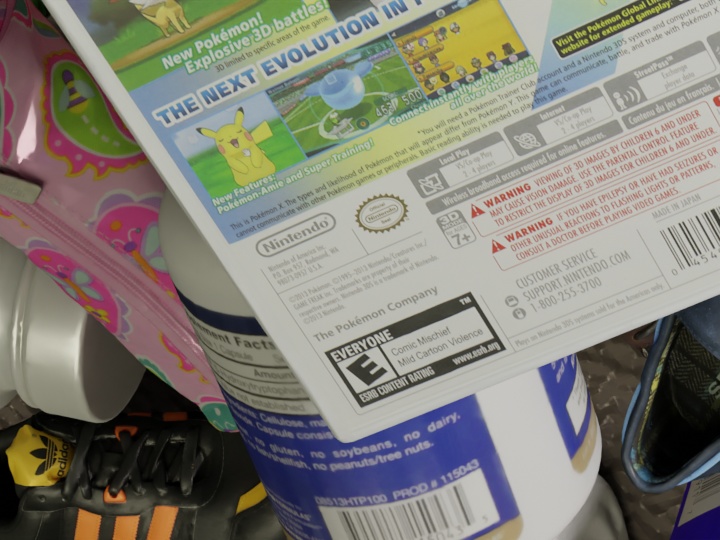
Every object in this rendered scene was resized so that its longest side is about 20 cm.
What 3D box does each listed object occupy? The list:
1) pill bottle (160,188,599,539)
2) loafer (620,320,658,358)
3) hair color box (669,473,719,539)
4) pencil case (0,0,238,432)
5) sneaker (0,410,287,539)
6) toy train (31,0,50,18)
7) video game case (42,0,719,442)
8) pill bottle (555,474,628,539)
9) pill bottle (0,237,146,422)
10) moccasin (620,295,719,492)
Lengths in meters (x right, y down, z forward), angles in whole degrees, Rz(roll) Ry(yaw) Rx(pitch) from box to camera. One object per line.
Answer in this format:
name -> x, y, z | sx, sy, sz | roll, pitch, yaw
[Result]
pill bottle -> 0.000, 0.000, 0.816 | 0.119, 0.120, 0.201 | -3, 126, 28
loafer -> 0.141, -0.023, 0.876 | 0.063, 0.072, 0.201 | 24, 138, 10
hair color box -> 0.214, 0.136, 0.952 | 0.065, 0.110, 0.200 | -30, 113, 39
pencil case -> -0.093, -0.022, 0.908 | 0.087, 0.088, 0.200 | -23, 127, 39
sneaker -> -0.102, 0.092, 1.021 | 0.199, 0.071, 0.090 | -12, 152, 39
toy train -> -0.150, -0.175, 0.889 | 0.041, 0.057, 0.201 | 8, 132, 25
video game case -> 0.035, -0.055, 0.682 | 0.199, 0.022, 0.183 | -23, 117, 21
pill bottle -> 0.009, 0.140, 1.052 | 0.198, 0.111, 0.112 | -1, 128, 27
pill bottle -> -0.189, -0.002, 1.018 | 0.198, 0.120, 0.120 | 12, 133, 16
moccasin -> 0.141, 0.014, 0.800 | 0.080, 0.068, 0.201 | 36, 143, 20
